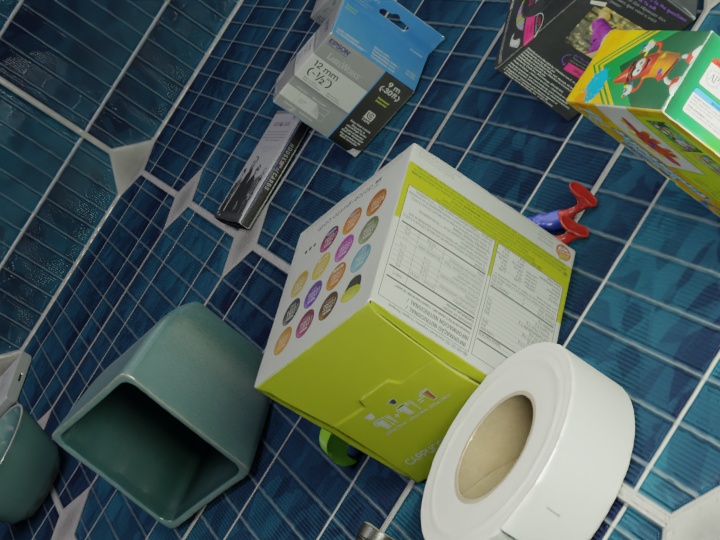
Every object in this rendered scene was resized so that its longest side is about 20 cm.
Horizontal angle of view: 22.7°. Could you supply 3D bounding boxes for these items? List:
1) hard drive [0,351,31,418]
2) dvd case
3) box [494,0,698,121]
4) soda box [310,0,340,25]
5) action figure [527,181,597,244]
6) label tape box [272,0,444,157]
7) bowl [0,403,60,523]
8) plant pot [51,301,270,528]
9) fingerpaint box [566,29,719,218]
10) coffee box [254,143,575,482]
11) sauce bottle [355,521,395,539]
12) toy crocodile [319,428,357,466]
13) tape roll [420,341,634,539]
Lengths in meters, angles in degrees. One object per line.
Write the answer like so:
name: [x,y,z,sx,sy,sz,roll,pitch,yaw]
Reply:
hard drive: [-0.718,0.262,3.511,0.200,0.026,0.132,-45,23,34]
dvd case: [-0.149,-0.158,2.767,0.201,0.025,0.150,-59,19,-6]
box: [0.244,-0.269,1.839,0.200,0.106,0.123,-38,27,42]
soda box: [0.006,-0.450,2.777,0.200,0.063,0.069,-40,24,41]
action figure: [0.135,-0.040,1.774,0.200,0.099,0.066,-36,27,52]
label tape box: [-0.003,-0.269,2.392,0.200,0.143,0.066,-46,22,31]
bowl: [-0.559,0.328,2.893,0.201,0.105,0.201,-47,22,25]
plant pot: [-0.224,0.157,2.220,0.196,0.196,0.201,-38,18,44]
fingerpaint box: [0.277,-0.097,1.343,0.074,0.199,0.167,-57,18,-4]
coffee box: [0.052,0.045,1.678,0.199,0.199,0.199,-37,28,45]
sauce bottle: [-0.028,0.328,1.645,0.201,0.064,0.065,-58,19,-6]
toy crocodile: [0.018,0.112,1.888,0.201,0.062,0.067,-57,18,-14]
tape roll: [0.136,0.163,1.484,0.203,0.071,0.203,-48,21,25]
